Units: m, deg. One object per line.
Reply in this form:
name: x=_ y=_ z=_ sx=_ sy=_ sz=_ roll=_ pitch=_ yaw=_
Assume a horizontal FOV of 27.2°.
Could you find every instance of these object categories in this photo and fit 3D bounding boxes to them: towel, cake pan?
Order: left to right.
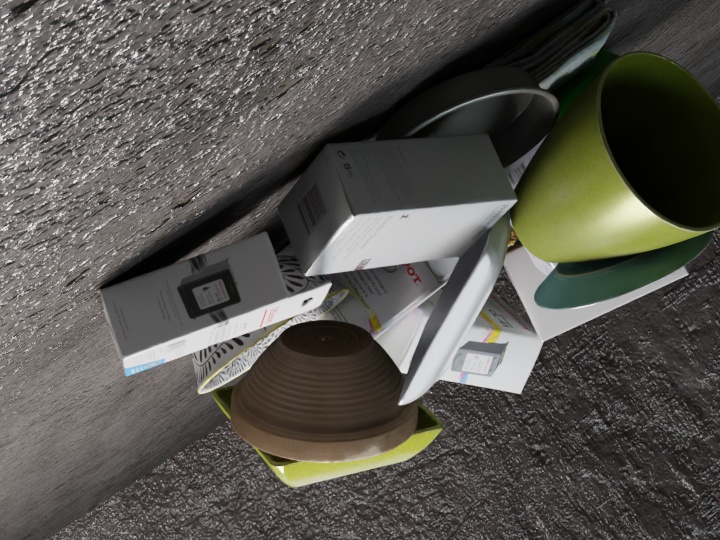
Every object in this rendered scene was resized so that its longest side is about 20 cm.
cake pan: x=0.099 y=-0.136 z=1.465 sx=0.198 sy=0.037 sz=0.201 roll=-20 pitch=160 yaw=-7
towel: x=0.184 y=-0.208 z=1.577 sx=0.170 sy=0.048 sz=0.200 roll=-34 pitch=174 yaw=-6

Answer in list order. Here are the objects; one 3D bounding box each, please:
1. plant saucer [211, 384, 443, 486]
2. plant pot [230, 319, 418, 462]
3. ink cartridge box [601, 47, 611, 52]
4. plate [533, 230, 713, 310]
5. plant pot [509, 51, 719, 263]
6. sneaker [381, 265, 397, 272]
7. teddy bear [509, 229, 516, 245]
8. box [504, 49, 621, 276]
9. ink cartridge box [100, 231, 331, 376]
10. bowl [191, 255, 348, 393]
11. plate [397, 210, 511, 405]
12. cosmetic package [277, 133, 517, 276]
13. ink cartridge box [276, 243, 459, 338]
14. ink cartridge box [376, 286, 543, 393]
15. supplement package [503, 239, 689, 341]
plant saucer: x=-0.038 y=0.170 z=1.616 sx=0.197 sy=0.049 sz=0.199 roll=-11 pitch=-157 yaw=-22
plant pot: x=-0.037 y=0.113 z=1.554 sx=0.198 sy=0.094 sz=0.201 roll=1 pitch=-158 yaw=0
ink cartridge box: x=0.285 y=-0.165 z=1.930 sx=0.199 sy=0.145 sz=0.088 roll=-39 pitch=-166 yaw=28
plate: x=0.269 y=-0.015 z=1.551 sx=0.198 sy=0.026 sz=0.200 roll=-24 pitch=-167 yaw=6
plant pot: x=0.243 y=-0.087 z=1.488 sx=0.186 sy=0.189 sz=0.200 roll=-29 pitch=176 yaw=-41
sneaker: x=0.000 y=-0.064 z=1.561 sx=0.089 sy=0.080 sz=0.200 roll=-59 pitch=155 yaw=3
teddy bear: x=0.185 y=-0.095 z=1.816 sx=0.199 sy=0.066 sz=0.147 roll=27 pitch=-82 yaw=55
box: x=0.254 y=-0.112 z=1.671 sx=0.199 sy=0.177 sz=0.097 roll=-37 pitch=-154 yaw=-4
ink cartridge box: x=-0.133 y=0.026 z=1.364 sx=0.198 sy=0.067 sz=0.116 roll=-20 pitch=171 yaw=-12
bowl: x=-0.119 y=0.040 z=1.629 sx=0.200 sy=0.095 sz=0.201 roll=-35 pitch=175 yaw=-4
plate: x=0.107 y=0.025 z=1.545 sx=0.201 sy=0.032 sz=0.200 roll=-63 pitch=-179 yaw=25
cosmetic package: x=0.036 y=-0.064 z=1.410 sx=0.198 sy=0.082 sz=0.113 roll=-7 pitch=154 yaw=-34
ink cartridge box: x=0.000 y=0.000 z=1.721 sx=0.199 sy=0.146 sz=0.084 roll=-38 pitch=173 yaw=30
ink cartridge box: x=0.105 y=0.070 z=1.849 sx=0.198 sy=0.148 sz=0.087 roll=11 pitch=111 yaw=-34
supplement package: x=0.290 y=-0.016 z=1.834 sx=0.198 sy=0.121 sz=0.121 roll=-26 pitch=-177 yaw=15
